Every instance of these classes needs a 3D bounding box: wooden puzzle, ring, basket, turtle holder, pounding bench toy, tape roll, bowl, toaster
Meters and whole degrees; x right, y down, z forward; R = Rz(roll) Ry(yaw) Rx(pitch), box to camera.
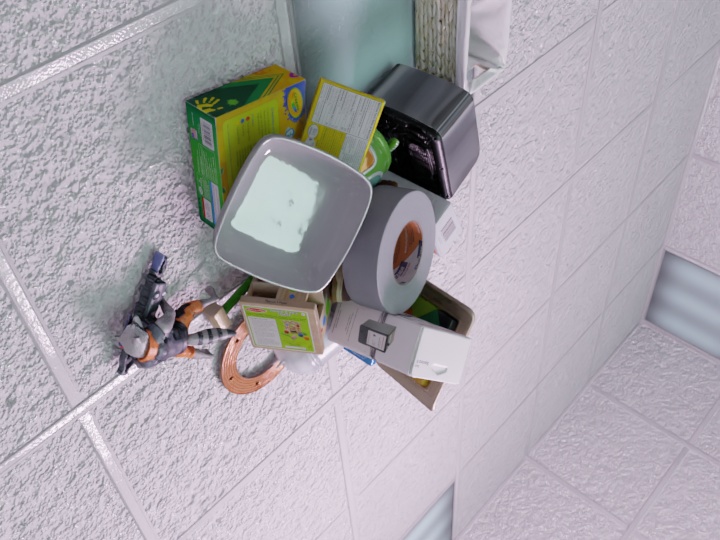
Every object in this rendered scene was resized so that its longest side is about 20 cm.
[{"bbox_3d":[0.108,0.125,1.393,0.037,0.185,0.202,11,105,-38],"label":"wooden puzzle"},{"bbox_3d":[-0.184,0.139,1.420,0.200,0.019,0.202,-36,141,-35],"label":"ring"},{"bbox_3d":[0.177,-0.432,1.343,0.135,0.123,0.201,-39,145,-30],"label":"basket"},{"bbox_3d":[-0.039,-0.178,1.249,0.141,0.185,0.132,47,65,-33],"label":"turtle holder"},{"bbox_3d":[-0.148,0.032,1.292,0.125,0.198,0.157,83,16,-49],"label":"pounding bench toy"},{"bbox_3d":[0.049,-0.034,1.236,0.200,0.066,0.202,-34,131,-52],"label":"tape roll"},{"bbox_3d":[-0.101,-0.085,1.097,0.199,0.075,0.201,22,102,-30],"label":"bowl"},{"bbox_3d":[0.100,-0.248,1.342,0.119,0.180,0.201,-50,149,-19],"label":"toaster"}]

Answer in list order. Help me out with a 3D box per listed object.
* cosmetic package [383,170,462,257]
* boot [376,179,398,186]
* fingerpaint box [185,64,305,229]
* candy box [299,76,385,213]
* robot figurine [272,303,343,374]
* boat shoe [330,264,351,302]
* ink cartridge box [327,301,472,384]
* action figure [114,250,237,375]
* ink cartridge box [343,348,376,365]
[{"bbox_3d":[0.079,-0.114,1.401,0.071,0.199,0.102,-53,149,-10],"label":"cosmetic package"},{"bbox_3d":[0.002,-0.060,1.277,0.200,0.075,0.108,-38,133,-37],"label":"boot"},{"bbox_3d":[-0.161,-0.176,1.126,0.166,0.073,0.201,-34,142,-34],"label":"fingerpaint box"},{"bbox_3d":[-0.044,-0.174,1.143,0.101,0.026,0.202,16,108,-17],"label":"candy box"},{"bbox_3d":[-0.081,0.109,1.402,0.200,0.113,0.170,-40,174,-11],"label":"robot figurine"},{"bbox_3d":[0.000,0.000,1.341,0.200,0.064,0.074,-65,163,-56],"label":"boat shoe"},{"bbox_3d":[0.066,0.117,1.304,0.145,0.199,0.085,16,91,-46],"label":"ink cartridge box"},{"bbox_3d":[-0.279,0.076,1.150,0.193,0.104,0.202,-16,129,-57],"label":"action figure"},{"bbox_3d":[0.005,0.059,1.499,0.083,0.144,0.202,-26,136,-44],"label":"ink cartridge box"}]
